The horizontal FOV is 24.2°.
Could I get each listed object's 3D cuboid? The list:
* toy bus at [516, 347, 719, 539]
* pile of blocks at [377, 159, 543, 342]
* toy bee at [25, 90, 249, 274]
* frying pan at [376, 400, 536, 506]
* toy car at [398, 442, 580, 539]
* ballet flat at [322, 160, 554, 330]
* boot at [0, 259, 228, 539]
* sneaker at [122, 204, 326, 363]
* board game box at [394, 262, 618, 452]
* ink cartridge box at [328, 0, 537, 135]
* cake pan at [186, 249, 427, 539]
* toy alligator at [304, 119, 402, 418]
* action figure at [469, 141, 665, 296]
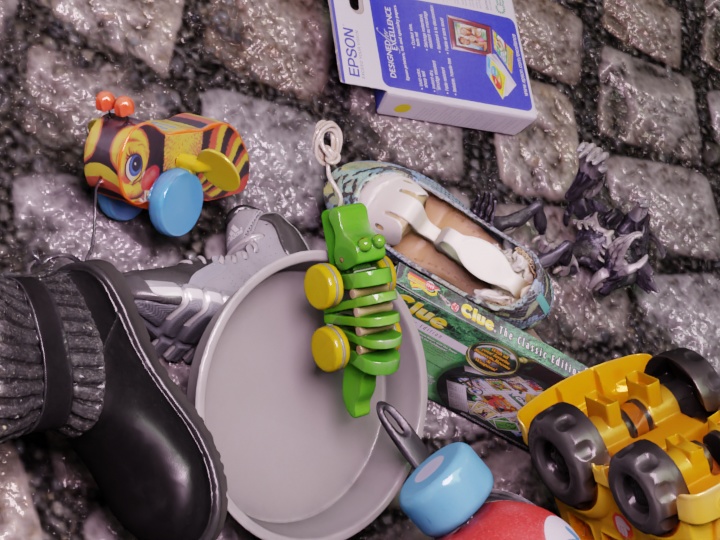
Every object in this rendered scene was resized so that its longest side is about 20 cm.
[{"bbox_3d":[0.216,0.171,1.146,0.135,0.199,0.194,-20,110,-25],"label":"toy bus"},{"bbox_3d":[0.059,0.009,1.303,0.062,0.082,0.200,-41,77,1],"label":"pile of blocks"},{"bbox_3d":[-0.144,-0.076,1.159,0.129,0.110,0.200,7,27,12],"label":"toy bee"},{"bbox_3d":[0.065,0.187,1.149,0.189,0.031,0.115,33,52,-6],"label":"frying pan"},{"bbox_3d":[0.091,0.225,1.012,0.177,0.200,0.185,-43,99,-14],"label":"toy car"},{"bbox_3d":[0.056,-0.028,1.232,0.199,0.075,0.074,29,48,14],"label":"ballet flat"},{"bbox_3d":[-0.175,0.092,1.012,0.213,0.079,0.158,60,22,6],"label":"boot"},{"bbox_3d":[-0.102,0.002,1.189,0.199,0.075,0.117,14,51,-39],"label":"sneaker"},{"bbox_3d":[0.083,0.070,1.243,0.199,0.105,0.024,29,53,-17],"label":"board game box"},{"bbox_3d":[0.046,-0.220,1.428,0.198,0.047,0.200,6,62,-29],"label":"ink cartridge box"},{"bbox_3d":[-0.039,0.087,1.145,0.199,0.037,0.203,-2,93,-40],"label":"cake pan"},{"bbox_3d":[0.000,0.000,1.115,0.059,0.054,0.203,-11,99,-39],"label":"toy alligator"},{"bbox_3d":[0.187,-0.032,1.376,0.198,0.102,0.120,-10,59,-36],"label":"action figure"}]
